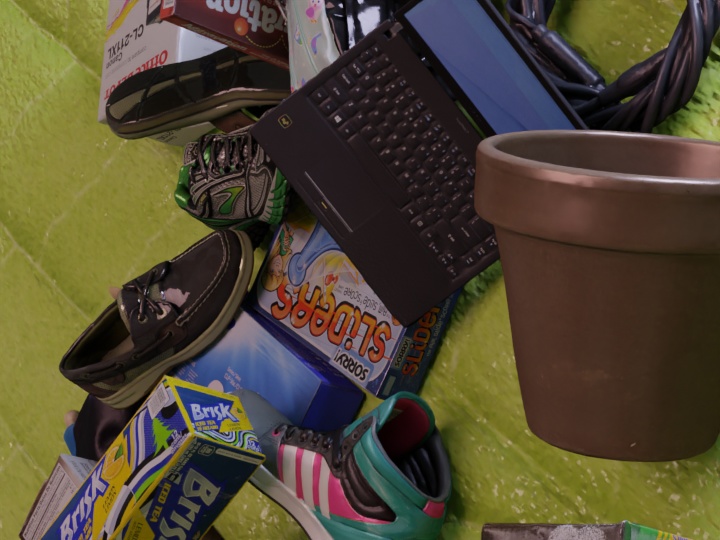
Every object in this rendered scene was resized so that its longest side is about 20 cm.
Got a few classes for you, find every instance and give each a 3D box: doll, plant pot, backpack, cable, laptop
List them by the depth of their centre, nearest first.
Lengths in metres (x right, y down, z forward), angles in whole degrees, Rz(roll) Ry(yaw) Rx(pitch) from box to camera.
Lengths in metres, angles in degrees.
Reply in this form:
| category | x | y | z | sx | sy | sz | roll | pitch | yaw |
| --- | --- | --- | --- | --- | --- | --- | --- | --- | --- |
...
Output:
| category | x | y | z | sx | sy | sz | roll | pitch | yaw |
| --- | --- | --- | --- | --- | --- | --- | --- | --- | --- |
| plant pot | 0.162 | 0.015 | 1.376 | 0.200 | 0.200 | 0.175 | 20 | 111 | 54 |
| laptop | 0.046 | -0.076 | 1.528 | 0.200 | 0.177 | 0.103 | -37 | 4 | 15 |
| cable | 0.170 | -0.167 | 1.543 | 0.200 | 0.051 | 0.163 | 13 | 91 | 51 |
| backpack | 0.018 | -0.183 | 1.665 | 0.127 | 0.167 | 0.200 | 123 | 147 | -60 |
| doll | -0.197 | 0.115 | 1.891 | 0.136 | 0.048 | 0.200 | 4 | 78 | 54 |

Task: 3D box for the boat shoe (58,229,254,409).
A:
| category | x | y | z | sx | sy | sz | roll | pitch | yaw |
| --- | --- | --- | --- | --- | --- | --- | --- | --- | --- |
| boat shoe | -0.159 | 0.036 | 1.787 | 0.201 | 0.066 | 0.072 | -43 | 44 | 33 |

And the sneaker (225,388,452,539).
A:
| category | x | y | z | sx | sy | sz | roll | pitch | yaw |
| --- | --- | --- | --- | --- | --- | --- | --- | --- | --- |
| sneaker | -0.010 | 0.121 | 1.592 | 0.200 | 0.084 | 0.121 | 44 | 111 | 25 |

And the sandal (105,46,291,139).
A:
| category | x | y | z | sx | sy | sz | roll | pitch | yaw |
| --- | --- | --- | --- | --- | --- | --- | --- | --- | --- |
| sandal | -0.096 | -0.133 | 1.801 | 0.201 | 0.057 | 0.080 | -10 | 40 | 9 |

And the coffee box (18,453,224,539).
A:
| category | x | y | z | sx | sy | sz | roll | pitch | yaw |
| --- | --- | --- | --- | --- | --- | --- | --- | --- | --- |
| coffee box | -0.160 | 0.227 | 1.741 | 0.200 | 0.114 | 0.080 | 43 | 109 | 52 |

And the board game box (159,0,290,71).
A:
| category | x | y | z | sx | sy | sz | roll | pitch | yaw |
| --- | --- | --- | --- | --- | --- | --- | --- | --- | --- |
| board game box | -0.056 | -0.202 | 1.714 | 0.019 | 0.200 | 0.103 | -7 | 70 | 49 |

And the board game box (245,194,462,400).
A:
| category | x | y | z | sx | sy | sz | roll | pitch | yaw |
| --- | --- | --- | --- | --- | --- | --- | --- | --- | --- |
| board game box | 0.000 | 0.000 | 1.695 | 0.200 | 0.034 | 0.136 | 32 | 101 | 54 |

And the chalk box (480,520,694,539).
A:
| category | x | y | z | sx | sy | sz | roll | pitch | yaw |
| --- | --- | --- | --- | --- | --- | --- | --- | --- | --- |
| chalk box | 0.141 | 0.252 | 1.333 | 0.124 | 0.124 | 0.200 | -8 | 70 | 50 |

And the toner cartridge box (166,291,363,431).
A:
| category | x | y | z | sx | sy | sz | roll | pitch | yaw |
| --- | --- | --- | --- | --- | --- | --- | --- | --- | --- |
| toner cartridge box | -0.079 | 0.087 | 1.754 | 0.200 | 0.043 | 0.095 | 38 | 105 | 52 |

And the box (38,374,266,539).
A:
| category | x | y | z | sx | sy | sz | roll | pitch | yaw |
| --- | --- | --- | --- | --- | --- | --- | --- | --- | --- |
| box | -0.154 | 0.169 | 1.606 | 0.200 | 0.070 | 0.064 | -51 | 42 | 22 |

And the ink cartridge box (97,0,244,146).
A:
| category | x | y | z | sx | sy | sz | roll | pitch | yaw |
| --- | --- | --- | --- | --- | --- | --- | --- | --- | --- |
| ink cartridge box | -0.143 | -0.222 | 1.923 | 0.146 | 0.083 | 0.200 | -25 | 56 | 54 |

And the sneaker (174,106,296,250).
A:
| category | x | y | z | sx | sy | sz | roll | pitch | yaw |
| --- | --- | --- | --- | --- | --- | --- | --- | --- | --- |
| sneaker | -0.091 | -0.072 | 1.746 | 0.200 | 0.085 | 0.078 | 136 | 154 | -63 |
